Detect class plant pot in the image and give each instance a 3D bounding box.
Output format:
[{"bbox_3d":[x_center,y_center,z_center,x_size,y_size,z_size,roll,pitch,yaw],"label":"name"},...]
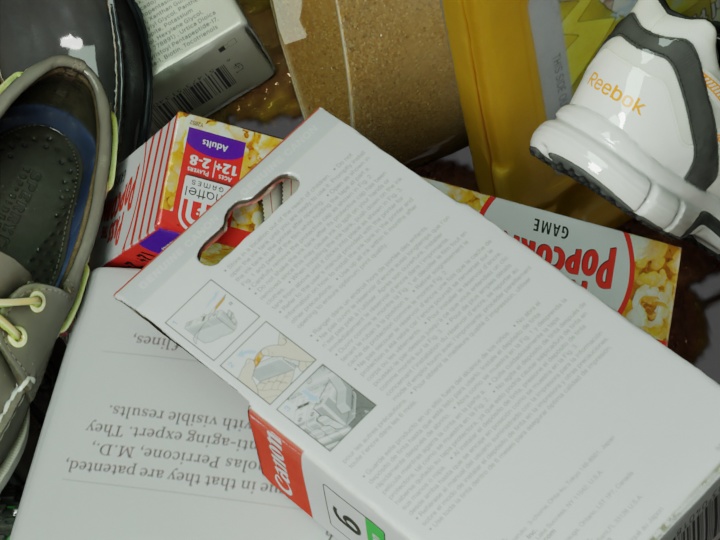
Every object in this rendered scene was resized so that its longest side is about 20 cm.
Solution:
[{"bbox_3d":[0.066,-0.146,1.092,0.199,0.187,0.187,-14,73,-8],"label":"plant pot"}]

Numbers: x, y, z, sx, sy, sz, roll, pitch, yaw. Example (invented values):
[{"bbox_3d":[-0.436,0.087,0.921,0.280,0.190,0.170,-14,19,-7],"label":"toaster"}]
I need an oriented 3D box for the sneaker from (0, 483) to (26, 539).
[{"bbox_3d":[-0.160,0.125,1.009,0.078,0.200,0.086,-3,81,-14],"label":"sneaker"}]

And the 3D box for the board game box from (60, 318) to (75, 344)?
[{"bbox_3d":[-0.117,0.029,1.147,0.199,0.023,0.105,-17,75,6],"label":"board game box"}]

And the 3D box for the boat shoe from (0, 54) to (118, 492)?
[{"bbox_3d":[-0.136,0.007,0.956,0.072,0.060,0.202,22,51,-6],"label":"boat shoe"}]

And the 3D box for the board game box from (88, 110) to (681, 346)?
[{"bbox_3d":[0.000,0.000,1.025,0.199,0.151,0.047,14,76,-16],"label":"board game box"}]

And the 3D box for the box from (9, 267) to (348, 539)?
[{"bbox_3d":[-0.007,0.113,0.998,0.199,0.199,0.131,6,57,12],"label":"box"}]

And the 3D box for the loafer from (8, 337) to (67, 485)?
[{"bbox_3d":[-0.137,0.050,1.069,0.063,0.201,0.072,-37,42,-16],"label":"loafer"}]

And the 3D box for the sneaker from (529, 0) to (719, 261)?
[{"bbox_3d":[0.139,-0.047,1.027,0.074,0.200,0.080,32,94,27],"label":"sneaker"}]

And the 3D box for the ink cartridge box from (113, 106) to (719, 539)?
[{"bbox_3d":[0.025,0.041,0.893,0.200,0.050,0.109,37,67,26],"label":"ink cartridge box"}]

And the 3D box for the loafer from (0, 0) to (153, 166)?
[{"bbox_3d":[-0.134,-0.122,1.092,0.072,0.072,0.201,-18,75,7],"label":"loafer"}]

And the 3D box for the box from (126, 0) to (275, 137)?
[{"bbox_3d":[-0.120,-0.156,1.171,0.082,0.068,0.201,-29,72,2],"label":"box"}]

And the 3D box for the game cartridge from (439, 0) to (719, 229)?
[{"bbox_3d":[0.117,-0.098,1.031,0.176,0.200,0.032,-31,55,-10],"label":"game cartridge"}]
